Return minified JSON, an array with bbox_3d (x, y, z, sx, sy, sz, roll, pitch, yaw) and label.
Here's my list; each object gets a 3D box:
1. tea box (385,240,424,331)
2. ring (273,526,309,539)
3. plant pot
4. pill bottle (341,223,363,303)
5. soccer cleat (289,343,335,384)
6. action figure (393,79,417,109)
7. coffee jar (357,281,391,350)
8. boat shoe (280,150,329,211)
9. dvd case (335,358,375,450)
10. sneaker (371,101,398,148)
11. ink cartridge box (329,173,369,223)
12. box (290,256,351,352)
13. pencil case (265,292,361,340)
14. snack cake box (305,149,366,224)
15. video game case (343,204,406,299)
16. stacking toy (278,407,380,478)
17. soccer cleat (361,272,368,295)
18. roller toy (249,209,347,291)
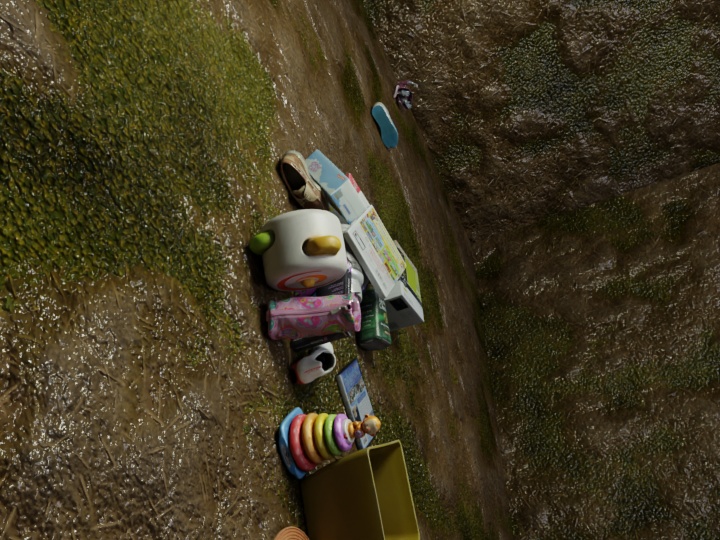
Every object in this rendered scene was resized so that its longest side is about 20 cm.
[{"bbox_3d":[0.101,0.051,1.946,0.200,0.130,0.201,48,32,-51],"label":"tea box"},{"bbox_3d":[-0.119,0.559,1.078,0.201,0.019,0.204,53,28,-45],"label":"ring"},{"bbox_3d":[-0.007,0.468,1.230,0.199,0.172,0.205,23,51,-65],"label":"plant pot"},{"bbox_3d":[-0.049,-0.009,1.603,0.114,0.111,0.205,47,32,-52],"label":"pill bottle"},{"bbox_3d":[-0.085,0.199,1.370,0.200,0.083,0.070,-24,96,-71],"label":"soccer cleat"},{"bbox_3d":[0.210,-0.912,3.163,0.145,0.136,0.203,10,38,-21],"label":"action figure"},{"bbox_3d":[0.031,0.119,1.763,0.104,0.083,0.205,36,41,-57],"label":"coffee jar"},{"bbox_3d":[-0.147,-0.201,1.559,0.202,0.074,0.072,58,27,-16],"label":"boat shoe"},{"bbox_3d":[-0.006,0.342,1.579,0.142,0.017,0.205,-25,97,-72],"label":"dvd case"},{"bbox_3d":[0.111,-0.621,2.622,0.082,0.075,0.203,-80,150,-57],"label":"sneaker"},{"bbox_3d":[-0.035,-0.151,1.781,0.146,0.081,0.204,55,26,-44],"label":"ink cartridge box"},{"bbox_3d":[-0.086,0.074,1.384,0.036,0.140,0.204,48,30,-45],"label":"box"},{"bbox_3d":[-0.094,0.092,1.261,0.087,0.194,0.090,-5,90,-83],"label":"pencil case"},{"bbox_3d":[-0.073,-0.225,1.646,0.200,0.067,0.116,49,-3,47],"label":"snack cake box"},{"bbox_3d":[0.042,-0.052,1.640,0.203,0.023,0.182,59,33,-13],"label":"video game case"},{"bbox_3d":[-0.051,0.319,1.193,0.110,0.195,0.119,-37,109,-70],"label":"stacking toy"},{"bbox_3d":[0.000,0.000,1.698,0.073,0.068,0.202,43,75,-35],"label":"soccer cleat"},{"bbox_3d":[-0.118,-0.034,1.312,0.182,0.195,0.144,33,43,-70],"label":"roller toy"}]
